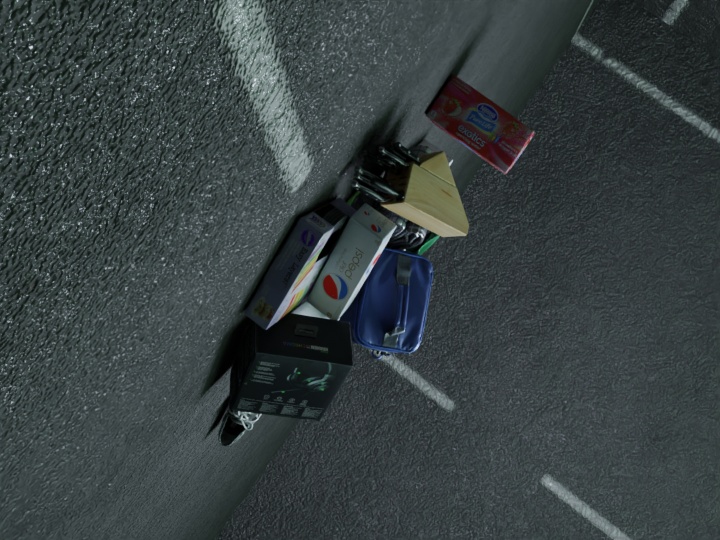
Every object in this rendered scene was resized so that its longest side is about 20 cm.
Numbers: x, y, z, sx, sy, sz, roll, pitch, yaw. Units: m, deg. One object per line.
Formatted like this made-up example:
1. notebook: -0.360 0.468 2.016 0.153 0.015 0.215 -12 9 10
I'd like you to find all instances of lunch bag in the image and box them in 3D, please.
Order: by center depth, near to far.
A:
1. lunch bag: 0.046 0.061 1.479 0.132 0.134 0.204 174 -75 -71

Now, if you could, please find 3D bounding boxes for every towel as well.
1. towel: 0.085 -0.123 1.503 0.200 0.084 0.168 149 -39 -71

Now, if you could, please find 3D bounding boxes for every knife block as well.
1. knife block: 0.078 -0.119 1.336 0.174 0.203 0.064 -31 -161 -32

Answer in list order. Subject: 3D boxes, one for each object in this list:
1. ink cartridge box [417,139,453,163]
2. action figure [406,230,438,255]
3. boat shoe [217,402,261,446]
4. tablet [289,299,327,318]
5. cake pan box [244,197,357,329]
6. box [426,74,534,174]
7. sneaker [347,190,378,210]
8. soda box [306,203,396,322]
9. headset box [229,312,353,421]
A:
1. ink cartridge box: 0.103 -0.165 1.769 0.145 0.084 0.201 -44 167 -54
2. action figure: 0.101 -0.054 1.594 0.201 0.054 0.119 -54 -164 42
3. boat shoe: -0.239 0.285 1.648 0.200 0.073 0.068 -48 -168 33
4. tablet: -0.122 0.116 1.498 0.199 0.014 0.130 -39 150 -1
5. cake pan box: -0.090 -0.018 1.311 0.201 0.052 0.184 -57 175 21
6. box: 0.239 -0.290 1.618 0.100 0.199 0.095 -54 175 9
7. sneaker: -0.003 -0.078 1.460 0.201 0.083 0.077 -54 174 -12
8. soda box: -0.017 -0.010 1.360 0.064 0.068 0.201 -47 170 -53
9. headset box: -0.121 0.162 1.393 0.201 0.171 0.094 118 -26 -45
